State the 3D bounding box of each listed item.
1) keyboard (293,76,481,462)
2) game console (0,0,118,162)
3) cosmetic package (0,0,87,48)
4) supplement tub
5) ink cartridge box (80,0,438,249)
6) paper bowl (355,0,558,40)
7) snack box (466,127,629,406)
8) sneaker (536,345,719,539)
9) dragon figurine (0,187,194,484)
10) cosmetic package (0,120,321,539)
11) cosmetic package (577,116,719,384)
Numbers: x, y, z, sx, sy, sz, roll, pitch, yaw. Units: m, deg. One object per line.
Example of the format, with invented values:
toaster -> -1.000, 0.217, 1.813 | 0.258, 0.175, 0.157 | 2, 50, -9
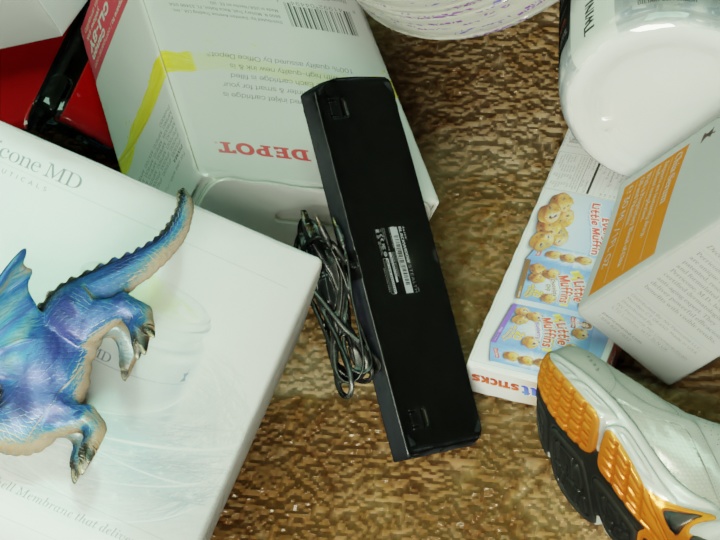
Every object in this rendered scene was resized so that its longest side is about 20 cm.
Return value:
keyboard -> 0.000, 0.000, 1.350 | 0.039, 0.104, 0.201 | -20, 81, 35
game console -> -0.150, -0.121, 1.582 | 0.172, 0.119, 0.201 | 28, 50, -10
cosmetic package -> -0.224, -0.191, 1.579 | 0.199, 0.052, 0.151 | -7, 38, 39
supplement tub -> 0.171, -0.156, 1.473 | 0.122, 0.123, 0.201 | -2, 44, 5
ink cartridge box -> -0.060, -0.086, 1.450 | 0.144, 0.084, 0.201 | 6, 44, -27
paper bowl -> 0.051, -0.237, 1.443 | 0.200, 0.104, 0.202 | -17, 55, 25
snack box -> 0.123, -0.007, 1.436 | 0.071, 0.024, 0.201 | 13, 50, 16
sneaker -> 0.170, 0.103, 1.304 | 0.092, 0.076, 0.200 | -27, 57, -28
dragon figurine -> -0.148, 0.029, 1.179 | 0.099, 0.059, 0.201 | 28, 76, -7
cosmetic package -> -0.150, 0.059, 1.271 | 0.198, 0.123, 0.201 | 23, 66, 1
cosmetic package -> 0.207, -0.033, 1.334 | 0.071, 0.200, 0.102 | 37, 47, -16
